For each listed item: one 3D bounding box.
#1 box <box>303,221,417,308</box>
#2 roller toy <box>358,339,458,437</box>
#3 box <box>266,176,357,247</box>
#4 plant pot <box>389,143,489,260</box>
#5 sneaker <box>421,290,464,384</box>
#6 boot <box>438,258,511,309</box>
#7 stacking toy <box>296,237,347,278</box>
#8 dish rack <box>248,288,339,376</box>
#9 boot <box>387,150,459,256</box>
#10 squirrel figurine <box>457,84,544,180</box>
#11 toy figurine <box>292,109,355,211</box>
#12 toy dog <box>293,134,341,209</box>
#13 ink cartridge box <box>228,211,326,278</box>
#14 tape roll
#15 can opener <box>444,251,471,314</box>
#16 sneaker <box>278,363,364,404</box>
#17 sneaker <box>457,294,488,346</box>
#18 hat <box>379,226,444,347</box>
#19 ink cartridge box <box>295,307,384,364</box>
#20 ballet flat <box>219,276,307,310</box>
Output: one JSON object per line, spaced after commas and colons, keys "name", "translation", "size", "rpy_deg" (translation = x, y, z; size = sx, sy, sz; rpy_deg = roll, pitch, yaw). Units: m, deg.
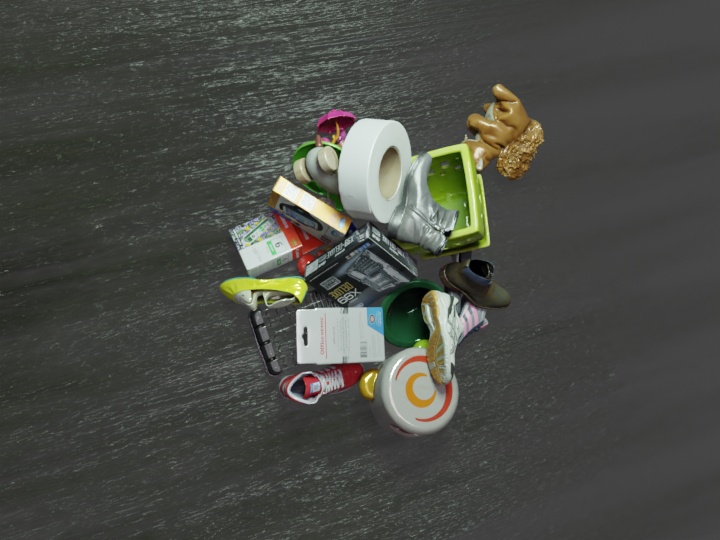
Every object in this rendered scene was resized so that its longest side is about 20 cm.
{"name": "box", "translation": [0.000, 0.000, 1.388], "size": [0.157, 0.198, 0.051], "rpy_deg": [36, 38, -32]}
{"name": "roller toy", "translation": [0.111, 0.272, 1.429], "size": [0.197, 0.140, 0.186], "rpy_deg": [-25, 82, -23]}
{"name": "box", "translation": [-0.101, -0.114, 1.375], "size": [0.197, 0.119, 0.042], "rpy_deg": [33, 72, -6]}
{"name": "plant pot", "translation": [0.183, -0.136, 1.442], "size": [0.196, 0.181, 0.205], "rpy_deg": [-12, 73, 24]}
{"name": "sneaker", "translation": [0.189, 0.141, 1.386], "size": [0.086, 0.075, 0.205], "rpy_deg": [9, 67, -29]}
{"name": "boot", "translation": [0.280, 0.032, 1.455], "size": [0.196, 0.097, 0.076], "rpy_deg": [22, 68, -21]}
{"name": "stacking toy", "translation": [-0.050, -0.033, 1.465], "size": [0.195, 0.085, 0.088], "rpy_deg": [-16, 87, -7]}
{"name": "dish rack", "translation": [-0.134, 0.129, 1.434], "size": [0.196, 0.054, 0.157], "rpy_deg": [-20, 90, -16]}
{"name": "boot", "translation": [0.146, -0.136, 1.330], "size": [0.129, 0.070, 0.205], "rpy_deg": [18, 83, 16]}
{"name": "squirrel figurine", "translation": [0.330, -0.298, 1.551], "size": [0.198, 0.141, 0.189], "rpy_deg": [35, 84, -4]}
{"name": "toy figurine", "translation": [-0.048, -0.269, 1.463], "size": [0.201, 0.147, 0.187], "rpy_deg": [55, 37, -39]}
{"name": "toy dog", "translation": [-0.056, -0.204, 1.344], "size": [0.128, 0.201, 0.099], "rpy_deg": [-2, 63, 15]}
{"name": "ink cartridge box", "translation": [-0.179, -0.074, 1.429], "size": [0.196, 0.051, 0.110], "rpy_deg": [-25, 68, -14]}
{"name": "tape roll", "translation": [0.032, -0.201, 1.317], "size": [0.069, 0.202, 0.207], "rpy_deg": [11, 78, 27]}
{"name": "can opener", "translation": [0.227, 0.010, 1.515], "size": [0.065, 0.053, 0.205], "rpy_deg": [11, 71, -7]}
{"name": "sneaker", "translation": [-0.076, 0.240, 1.402], "size": [0.195, 0.112, 0.073], "rpy_deg": [-13, 87, -14]}
{"name": "sneaker", "translation": [0.254, 0.128, 1.515], "size": [0.081, 0.070, 0.203], "rpy_deg": [30, 79, -5]}
{"name": "hat", "translation": [0.106, 0.048, 1.518], "size": [0.162, 0.177, 0.203], "rpy_deg": [18, 112, -21]}
{"name": "ink cartridge box", "translation": [-0.051, 0.141, 1.392], "size": [0.195, 0.067, 0.119], "rpy_deg": [1, 82, -20]}
{"name": "ballet flat", "translation": [-0.211, 0.052, 1.389], "size": [0.194, 0.068, 0.068], "rpy_deg": [-3, 53, 5]}
